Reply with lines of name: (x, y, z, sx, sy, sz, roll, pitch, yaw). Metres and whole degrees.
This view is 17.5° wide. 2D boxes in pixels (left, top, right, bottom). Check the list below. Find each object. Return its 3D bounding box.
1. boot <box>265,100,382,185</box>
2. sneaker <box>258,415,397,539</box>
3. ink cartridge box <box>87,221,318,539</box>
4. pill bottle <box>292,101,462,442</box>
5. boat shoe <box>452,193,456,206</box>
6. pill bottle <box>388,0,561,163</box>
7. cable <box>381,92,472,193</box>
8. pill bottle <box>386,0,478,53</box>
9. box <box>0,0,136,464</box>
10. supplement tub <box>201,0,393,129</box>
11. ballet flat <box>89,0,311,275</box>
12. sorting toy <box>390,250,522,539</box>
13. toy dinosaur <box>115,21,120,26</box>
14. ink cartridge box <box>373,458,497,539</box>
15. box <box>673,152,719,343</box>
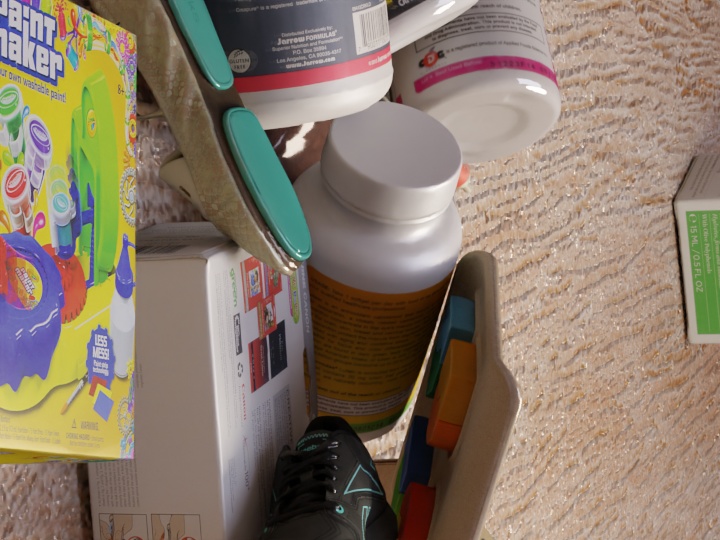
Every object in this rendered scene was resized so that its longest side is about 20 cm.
boot: (-0.041, -0.057, 1.538, 0.200, 0.072, 0.167, 65, 42, -57)
sneaker: (-0.029, 0.132, 1.266, 0.200, 0.075, 0.080, -43, 121, -80)
ink cartridge box: (-0.086, 0.078, 1.318, 0.175, 0.083, 0.202, -28, 116, -71)
pill bottle: (0.000, 0.000, 1.436, 0.111, 0.110, 0.201, -68, 176, -50)
boat shoe: (0.003, 0.007, 1.587, 0.073, 0.074, 0.201, -32, 147, -40)
pill bottle: (0.065, -0.185, 1.594, 0.113, 0.112, 0.202, 48, 29, -63)
cable: (0.031, -0.095, 1.676, 0.200, 0.096, 0.051, 41, 44, -65)
pill bottle: (-0.014, -0.232, 1.450, 0.201, 0.111, 0.112, 61, 21, -2)
box: (-0.186, -0.020, 0.965, 0.200, 0.121, 0.195, 17, 71, -71)
supplement tub: (-0.058, -0.189, 1.338, 0.140, 0.139, 0.202, -40, 126, -67)
ballet flat: (-0.090, -0.081, 1.267, 0.201, 0.062, 0.067, 66, 21, 8)
sorting toy: (0.046, 0.102, 1.370, 0.200, 0.036, 0.187, -96, -159, -68)
toy dinosaur: (-0.155, -0.078, 1.188, 0.200, 0.047, 0.089, -39, 132, -64)
ink cartridge box: (0.040, 0.247, 1.706, 0.200, 0.074, 0.166, 54, 37, -59)
box: (0.507, -0.031, 3.004, 0.200, 0.170, 0.201, -52, 137, -63)
